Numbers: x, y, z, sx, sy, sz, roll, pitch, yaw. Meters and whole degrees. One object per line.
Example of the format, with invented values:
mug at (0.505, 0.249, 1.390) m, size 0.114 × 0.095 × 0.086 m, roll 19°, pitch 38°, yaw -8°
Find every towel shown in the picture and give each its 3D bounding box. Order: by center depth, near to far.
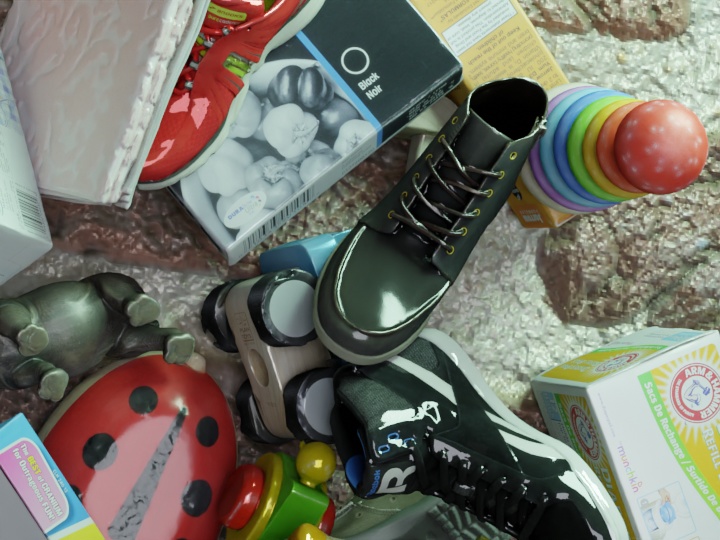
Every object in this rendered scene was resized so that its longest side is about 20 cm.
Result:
towel at (-0.163, -0.139, 1.225) m, size 0.032 × 0.190 × 0.201 m, roll 25°, pitch 83°, yaw -40°

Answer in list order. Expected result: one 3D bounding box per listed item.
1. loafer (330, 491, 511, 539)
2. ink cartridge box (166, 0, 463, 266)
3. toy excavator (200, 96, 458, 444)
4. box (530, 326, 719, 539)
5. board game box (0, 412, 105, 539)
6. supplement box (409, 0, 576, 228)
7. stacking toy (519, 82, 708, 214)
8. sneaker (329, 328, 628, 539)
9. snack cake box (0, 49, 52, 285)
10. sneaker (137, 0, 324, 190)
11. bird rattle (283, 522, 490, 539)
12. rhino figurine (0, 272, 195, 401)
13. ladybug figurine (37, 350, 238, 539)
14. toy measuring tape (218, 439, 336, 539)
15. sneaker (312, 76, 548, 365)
loafer at (0.013, 0.182, 1.329) m, size 0.199 × 0.070 × 0.076 m, roll -25°, pitch 111°, yaw 0°
ink cartridge box at (-0.070, -0.139, 1.285) m, size 0.198 × 0.043 × 0.200 m, roll -39°, pitch 78°, yaw -12°
toy excavator at (0.000, 0.000, 1.319) m, size 0.199 × 0.100 × 0.196 m, roll -21°, pitch 94°, yaw -28°
box at (0.207, 0.147, 1.352) m, size 0.101 × 0.112 × 0.201 m, roll -22°, pitch 94°, yaw -14°
board game box at (-0.210, 0.203, 1.231) m, size 0.201 × 0.152 × 0.040 m, roll 58°, pitch 33°, yaw -8°
supplement box at (0.091, -0.125, 1.347) m, size 0.069 × 0.067 × 0.201 m, roll -37°, pitch 98°, yaw -12°
stacking toy at (0.159, -0.076, 1.227) m, size 0.085 × 0.200 × 0.086 m, roll 0°, pitch 92°, yaw -12°
sneaker at (0.057, 0.126, 1.203) m, size 0.111 × 0.073 × 0.200 m, roll -22°, pitch 54°, yaw -37°
snack cake box at (-0.259, -0.094, 1.178) m, size 0.067 × 0.115 × 0.201 m, roll -32°, pitch 58°, yaw 22°
sneaker at (-0.092, -0.141, 1.218) m, size 0.077 × 0.085 × 0.201 m, roll 32°, pitch 76°, yaw 8°
bird rattle at (-0.011, 0.219, 1.237) m, size 0.163 × 0.200 × 0.113 m, roll 33°, pitch 46°, yaw -18°
rhino figurine at (-0.208, 0.045, 1.242) m, size 0.199 × 0.087 × 0.060 m, roll -13°, pitch 110°, yaw -28°
ladybug figurine at (-0.147, 0.143, 1.280) m, size 0.135 × 0.072 × 0.201 m, roll 24°, pitch 84°, yaw -13°
toy measuring tape at (-0.071, 0.177, 1.275) m, size 0.073 × 0.074 × 0.201 m, roll 27°, pitch 117°, yaw -13°
sneaker at (0.041, -0.037, 1.230) m, size 0.075 × 0.106 × 0.200 m, roll 33°, pitch 54°, yaw 4°
